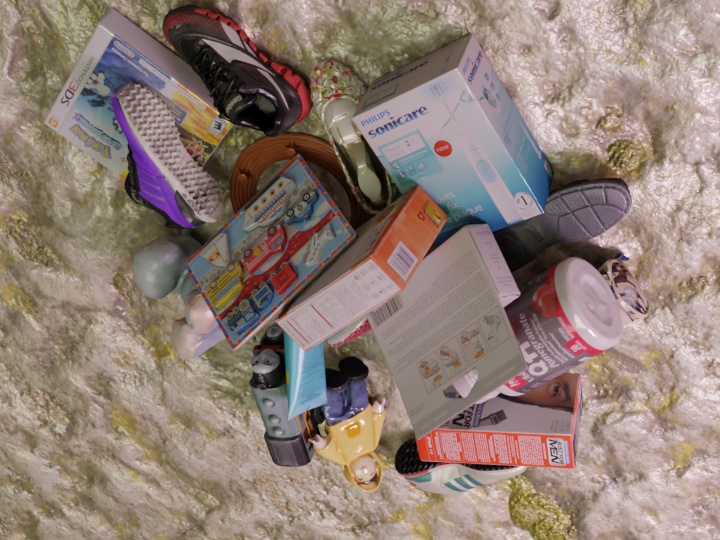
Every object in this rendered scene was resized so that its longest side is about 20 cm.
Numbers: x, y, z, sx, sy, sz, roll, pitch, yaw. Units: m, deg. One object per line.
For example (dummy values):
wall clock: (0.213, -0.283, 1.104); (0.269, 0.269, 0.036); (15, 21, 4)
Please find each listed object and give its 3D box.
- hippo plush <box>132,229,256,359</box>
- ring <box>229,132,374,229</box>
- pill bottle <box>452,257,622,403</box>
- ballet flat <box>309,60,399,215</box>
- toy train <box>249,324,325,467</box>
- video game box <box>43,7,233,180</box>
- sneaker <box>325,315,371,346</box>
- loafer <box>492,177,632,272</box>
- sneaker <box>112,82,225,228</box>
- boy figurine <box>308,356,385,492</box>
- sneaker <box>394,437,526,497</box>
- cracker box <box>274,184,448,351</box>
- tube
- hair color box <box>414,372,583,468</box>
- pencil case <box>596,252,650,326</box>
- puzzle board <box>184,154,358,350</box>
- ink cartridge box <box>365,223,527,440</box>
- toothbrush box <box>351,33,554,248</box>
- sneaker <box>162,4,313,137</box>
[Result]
hippo plush: (-0.202, 0.002, 1.544); (0.161, 0.199, 0.160); (44, 114, 15)
ring: (-0.075, -0.082, 1.498); (0.197, 0.019, 0.203); (9, 130, 11)
pill bottle: (0.195, 0.077, 1.378); (0.199, 0.111, 0.111); (-34, 111, 34)
ballet flat: (-0.002, -0.150, 1.389); (0.075, 0.064, 0.202); (-21, 119, 13)
toy train: (-0.101, 0.175, 1.644); (0.084, 0.115, 0.202); (0, 127, 18)
video game box: (-0.270, -0.192, 1.462); (0.199, 0.047, 0.182); (35, 132, -10)
sneaker: (0.008, 0.025, 1.524); (0.075, 0.080, 0.201); (50, 131, 15)
loafer: (0.225, -0.064, 1.387); (0.198, 0.063, 0.072); (-27, 112, 29)
sneaker: (-0.256, -0.127, 1.434); (0.098, 0.070, 0.201); (-16, 120, 30)
boy figurine: (-0.016, 0.226, 1.659); (0.064, 0.123, 0.203); (31, 136, 53)
sneaker: (0.152, 0.277, 1.679); (0.197, 0.071, 0.094); (-9, 141, 23)
cracker box: (0.000, 0.000, 1.366); (0.058, 0.134, 0.199); (45, 138, -12)
tube: (-0.074, 0.088, 1.539); (0.050, 0.077, 0.204); (11, 110, 44)
hair color box: (0.176, 0.184, 1.493); (0.196, 0.112, 0.065); (1, 128, 17)
pencil case: (0.249, 0.053, 1.451); (0.198, 0.078, 0.090); (-28, 115, 34)
puzzle board: (-0.112, -0.025, 1.407); (0.200, 0.151, 0.017); (-42, 145, 8)
ink cartridge box: (0.105, 0.073, 1.367); (0.200, 0.044, 0.178); (-39, 66, 41)
toothbrush box: (0.108, -0.141, 1.345); (0.145, 0.086, 0.201); (-19, 117, 31)
sneaker: (-0.149, -0.225, 1.361); (0.199, 0.098, 0.071); (37, 131, -9)
